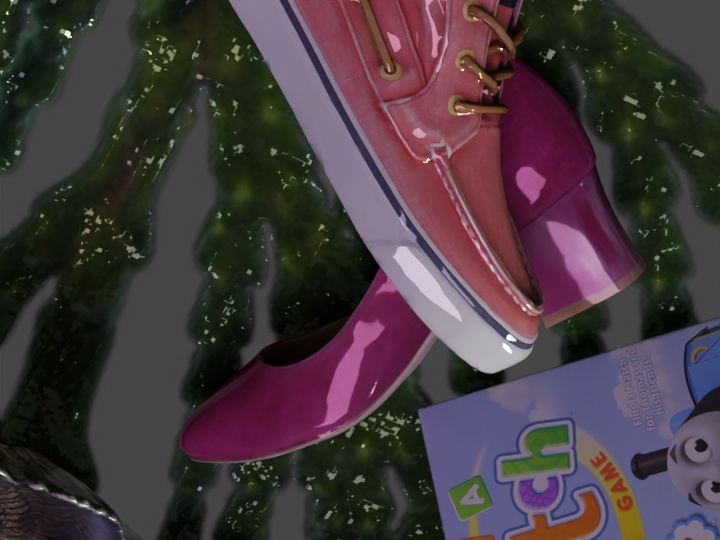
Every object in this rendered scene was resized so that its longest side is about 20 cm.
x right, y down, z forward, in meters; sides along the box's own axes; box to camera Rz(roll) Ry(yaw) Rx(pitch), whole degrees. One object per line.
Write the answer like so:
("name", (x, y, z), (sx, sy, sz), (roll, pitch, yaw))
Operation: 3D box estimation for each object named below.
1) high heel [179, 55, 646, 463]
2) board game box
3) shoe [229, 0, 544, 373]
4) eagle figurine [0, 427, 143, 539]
("high heel", (0.000, 0.000, 0.916), (0.200, 0.067, 0.096), (-26, 101, 27))
("board game box", (0.132, 0.095, 0.923), (0.200, 0.151, 0.037), (-19, 153, 13))
("shoe", (0.027, -0.069, 0.828), (0.091, 0.071, 0.200), (-30, 93, 16))
("eagle figurine", (-0.154, 0.077, 0.908), (0.152, 0.151, 0.200), (14, 131, 3))
